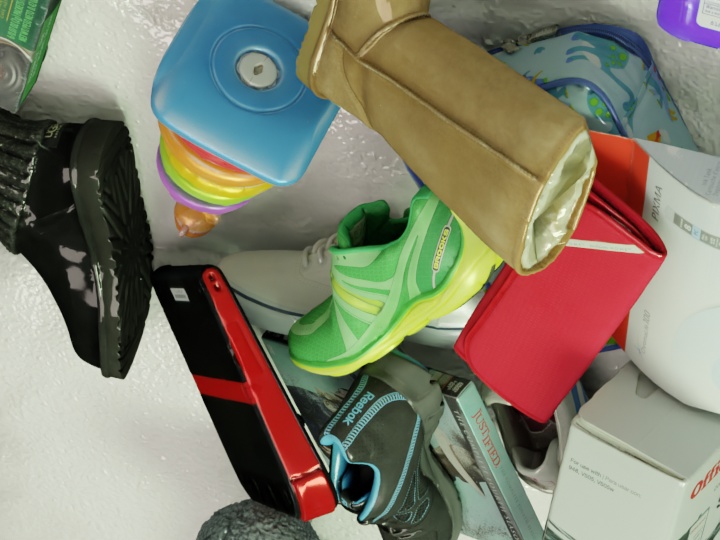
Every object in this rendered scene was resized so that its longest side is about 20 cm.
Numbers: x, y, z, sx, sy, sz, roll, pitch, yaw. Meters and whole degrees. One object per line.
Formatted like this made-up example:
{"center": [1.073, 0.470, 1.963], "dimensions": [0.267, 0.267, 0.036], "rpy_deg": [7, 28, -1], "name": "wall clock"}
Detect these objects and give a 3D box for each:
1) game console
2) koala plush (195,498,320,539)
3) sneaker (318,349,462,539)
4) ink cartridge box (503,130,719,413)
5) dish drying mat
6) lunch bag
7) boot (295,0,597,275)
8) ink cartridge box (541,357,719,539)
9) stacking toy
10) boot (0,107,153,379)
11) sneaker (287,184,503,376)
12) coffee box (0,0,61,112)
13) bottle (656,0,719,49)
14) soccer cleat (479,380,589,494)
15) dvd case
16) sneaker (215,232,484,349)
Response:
{"center": [-0.077, 0.076, 1.715], "dimensions": [0.177, 0.031, 0.200], "rpy_deg": [67, 167, -5], "name": "game console"}
{"center": [-0.061, 0.239, 1.869], "dimensions": [0.183, 0.177, 0.200], "rpy_deg": [15, 142, 40], "name": "koala plush"}
{"center": [0.012, 0.135, 1.697], "dimensions": [0.073, 0.082, 0.200], "rpy_deg": [27, 149, 31], "name": "sneaker"}
{"center": [0.175, 0.003, 1.511], "dimensions": [0.199, 0.047, 0.160], "rpy_deg": [14, 135, 12], "name": "ink cartridge box"}
{"center": [0.114, 0.019, 1.549], "dimensions": [0.077, 0.018, 0.200], "rpy_deg": [39, 143, 7], "name": "dish drying mat"}
{"center": [0.125, -0.046, 1.581], "dimensions": [0.160, 0.083, 0.200], "rpy_deg": [-16, 121, 34], "name": "lunch bag"}
{"center": [0.059, -0.123, 1.477], "dimensions": [0.200, 0.066, 0.176], "rpy_deg": [41, 132, 34], "name": "boot"}
{"center": [0.177, 0.152, 1.617], "dimensions": [0.083, 0.147, 0.200], "rpy_deg": [26, 129, 22], "name": "ink cartridge box"}
{"center": [-0.087, -0.077, 1.655], "dimensions": [0.110, 0.116, 0.200], "rpy_deg": [29, 149, -1], "name": "stacking toy"}
{"center": [-0.226, -0.026, 1.764], "dimensions": [0.157, 0.080, 0.212], "rpy_deg": [6, 125, 15], "name": "boot"}
{"center": [0.015, 0.000, 1.597], "dimensions": [0.084, 0.074, 0.200], "rpy_deg": [50, 138, -4], "name": "sneaker"}
{"center": [-0.288, -0.192, 1.669], "dimensions": [0.200, 0.044, 0.123], "rpy_deg": [27, 136, 0], "name": "coffee box"}
{"center": [0.265, -0.142, 1.428], "dimensions": [0.199, 0.084, 0.065], "rpy_deg": [17, 134, 12], "name": "bottle"}
{"center": [0.135, 0.128, 1.730], "dimensions": [0.070, 0.086, 0.200], "rpy_deg": [-17, 121, 35], "name": "soccer cleat"}
{"center": [0.028, 0.111, 1.757], "dimensions": [0.200, 0.022, 0.146], "rpy_deg": [15, 139, 46], "name": "dvd case"}
{"center": [0.000, 0.000, 1.700], "dimensions": [0.199, 0.073, 0.071], "rpy_deg": [5, 123, 9], "name": "sneaker"}
